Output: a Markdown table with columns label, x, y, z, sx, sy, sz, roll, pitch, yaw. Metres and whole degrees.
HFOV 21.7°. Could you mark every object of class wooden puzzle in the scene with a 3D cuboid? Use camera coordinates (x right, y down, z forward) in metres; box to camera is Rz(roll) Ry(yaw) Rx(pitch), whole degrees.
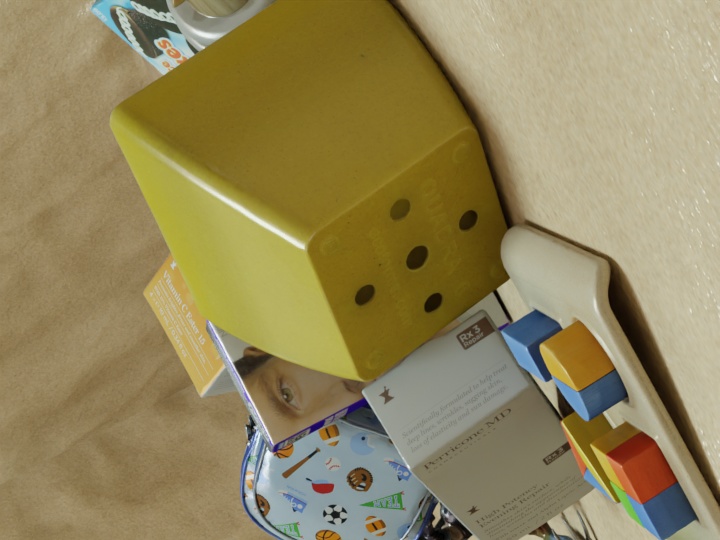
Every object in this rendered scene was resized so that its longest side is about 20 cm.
| label | x | y | z | sx | sy | sz | roll | pitch | yaw |
| --- | --- | --- | --- | --- | --- | --- | --- | --- | --- |
| wooden puzzle | 0.140 | 0.079 | 1.120 | 0.200 | 0.046 | 0.185 | 65 | 173 | -13 |

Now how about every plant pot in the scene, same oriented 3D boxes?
| label | x | y | z | sx | sy | sz | roll | pitch | yaw |
| --- | --- | --- | --- | --- | --- | --- | --- | --- | --- |
| plant pot | -0.012 | -0.047 | 1.237 | 0.176 | 0.200 | 0.200 | 40 | 159 | 45 |

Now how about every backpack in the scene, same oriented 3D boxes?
| label | x | y | z | sx | sy | sz | roll | pitch | yaw |
| --- | --- | --- | --- | --- | --- | --- | --- | --- | --- |
| backpack | -0.007 | 0.145 | 1.508 | 0.154 | 0.199 | 0.191 | -61 | -8 | -51 |

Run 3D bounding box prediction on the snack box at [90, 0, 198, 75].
| label | x | y | z | sx | sy | sz | roll | pitch | yaw |
| --- | --- | --- | --- | --- | --- | --- | --- | --- | --- |
| snack box | -0.115 | -0.180 | 1.556 | 0.200 | 0.037 | 0.116 | 41 | 146 | -21 |

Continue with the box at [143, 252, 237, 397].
| label | x | y | z | sx | sy | sz | roll | pitch | yaw |
| --- | --- | --- | --- | --- | --- | --- | --- | --- | --- |
| box | -0.092 | 0.004 | 1.700 | 0.200 | 0.097 | 0.125 | -51 | 61 | 38 |

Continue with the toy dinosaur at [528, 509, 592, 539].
| label | x | y | z | sx | sy | sz | roll | pitch | yaw |
| --- | --- | --- | --- | --- | --- | --- | --- | --- | --- |
| toy dinosaur | 0.185 | 0.256 | 1.522 | 0.200 | 0.105 | 0.181 | 24 | -169 | -41 |

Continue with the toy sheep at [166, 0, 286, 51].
| label | x | y | z | sx | sy | sz | roll | pitch | yaw |
| --- | --- | --- | --- | --- | --- | --- | --- | --- | --- |
| toy sheep | -0.070 | -0.201 | 1.315 | 0.200 | 0.138 | 0.138 | 9 | -133 | -60 |

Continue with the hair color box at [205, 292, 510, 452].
| label | x | y | z | sx | sy | sz | roll | pitch | yaw |
| --- | --- | --- | --- | --- | --- | --- | --- | --- | --- |
| hair color box | -0.003 | 0.041 | 1.399 | 0.110 | 0.200 | 0.065 | 61 | 172 | 7 |

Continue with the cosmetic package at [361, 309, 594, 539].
| label | x | y | z | sx | sy | sz | roll | pitch | yaw |
| --- | --- | --- | --- | --- | --- | --- | --- | --- | --- |
| cosmetic package | 0.087 | 0.115 | 1.286 | 0.074 | 0.102 | 0.200 | 58 | -175 | 30 |

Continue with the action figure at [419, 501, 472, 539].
| label | x | y | z | sx | sy | sz | roll | pitch | yaw |
| --- | --- | --- | --- | --- | --- | --- | --- | --- | --- |
| action figure | 0.102 | 0.183 | 1.572 | 0.069 | 0.130 | 0.200 | 33 | 159 | -5 |
